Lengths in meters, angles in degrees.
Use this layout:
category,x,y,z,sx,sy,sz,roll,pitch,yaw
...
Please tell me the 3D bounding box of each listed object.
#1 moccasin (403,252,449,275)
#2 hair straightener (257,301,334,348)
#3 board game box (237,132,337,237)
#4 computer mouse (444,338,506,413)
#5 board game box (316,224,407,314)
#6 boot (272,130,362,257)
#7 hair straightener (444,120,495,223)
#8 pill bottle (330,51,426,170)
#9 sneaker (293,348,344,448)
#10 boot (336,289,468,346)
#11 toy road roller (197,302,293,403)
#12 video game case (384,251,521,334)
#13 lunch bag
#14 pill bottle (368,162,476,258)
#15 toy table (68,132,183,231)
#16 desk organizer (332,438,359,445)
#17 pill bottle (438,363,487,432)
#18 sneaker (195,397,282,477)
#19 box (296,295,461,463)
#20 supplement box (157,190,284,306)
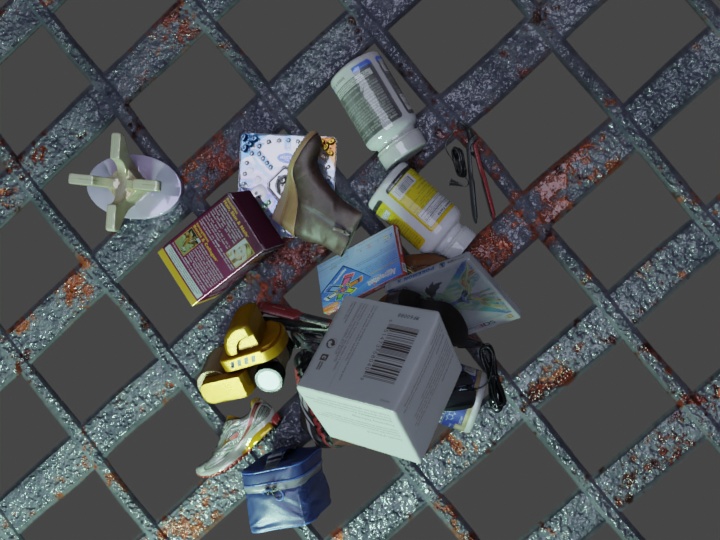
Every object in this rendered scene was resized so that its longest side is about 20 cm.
category,x,y,z,sx,sy,sz,roll,pitch,yaw
moccasin,0.102,0.008,1.593,0.198,0.074,0.078,9,52,31
hair straightener,-0.112,0.117,1.677,0.196,0.041,0.078,9,117,0
board game box,-0.149,-0.169,1.682,0.196,0.026,0.204,3,91,5
computer mouse,0.164,0.190,1.536,0.196,0.046,0.143,-4,70,-3
board game box,0.000,0.000,1.611,0.198,0.019,0.105,-27,60,33
boot,-0.066,-0.146,1.621,0.164,0.072,0.203,25,104,11
hair straightener,0.204,-0.189,1.638,0.075,0.041,0.204,-13,90,5
pill bottle,0.038,-0.302,1.617,0.113,0.114,0.202,-31,88,5
sneaker,-0.090,0.257,1.650,0.070,0.098,0.203,-15,75,-34
boot,0.078,0.105,1.568,0.186,0.199,0.070,20,67,-29
toy road roller,-0.230,0.151,1.614,0.197,0.124,0.148,-16,117,16
video game case,0.172,0.056,1.559,0.180,0.200,0.022,-21,44,29
lunch bag,-0.144,0.403,1.604,0.133,0.200,0.135,-12,87,11
pill bottle,0.121,-0.102,1.613,0.199,0.111,0.112,42,94,4
toy table,-0.462,-0.170,1.668,0.196,0.117,0.188,-7,90,7
desk organizer,-0.020,0.222,1.599,0.071,0.077,0.204,5,64,-29
pill bottle,0.132,0.220,1.613,0.196,0.120,0.122,18,93,6
sneaker,-0.250,0.334,1.682,0.199,0.078,0.082,-42,83,-4
box,0.038,0.182,1.443,0.197,0.172,0.201,9,55,32
supplement box,-0.270,-0.044,1.639,0.199,0.103,0.132,-35,87,19
